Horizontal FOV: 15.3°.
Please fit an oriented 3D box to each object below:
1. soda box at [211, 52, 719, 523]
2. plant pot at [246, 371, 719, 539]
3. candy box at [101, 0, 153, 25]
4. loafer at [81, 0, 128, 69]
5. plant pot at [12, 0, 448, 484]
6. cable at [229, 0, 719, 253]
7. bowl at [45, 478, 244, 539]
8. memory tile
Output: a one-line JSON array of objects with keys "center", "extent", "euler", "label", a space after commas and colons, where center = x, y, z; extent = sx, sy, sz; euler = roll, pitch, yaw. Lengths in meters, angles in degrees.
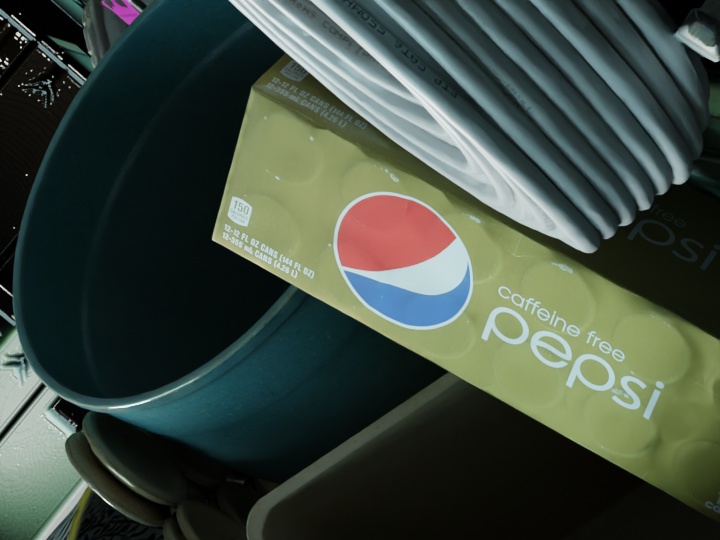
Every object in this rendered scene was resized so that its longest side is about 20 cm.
[{"center": [0.056, -0.003, 0.856], "extent": [0.199, 0.064, 0.068], "euler": [28, 131, 12], "label": "soda box"}, {"center": [0.105, 0.130, 0.963], "extent": [0.201, 0.199, 0.177], "euler": [56, 180, 18], "label": "plant pot"}, {"center": [-0.019, -0.079, 1.204], "extent": [0.200, 0.061, 0.136], "euler": [41, 178, -11], "label": "candy box"}, {"center": [-0.083, -0.080, 1.294], "extent": [0.070, 0.070, 0.201], "euler": [37, -155, -48], "label": "loafer"}, {"center": [0.000, 0.000, 1.048], "extent": [0.188, 0.201, 0.200], "euler": [33, -179, -37], "label": "plant pot"}, {"center": [0.011, -0.085, 0.749], "extent": [0.200, 0.069, 0.200], "euler": [39, 176, 14], "label": "cable"}, {"center": [-0.087, 0.181, 1.088], "extent": [0.201, 0.094, 0.202], "euler": [41, -145, -38], "label": "bowl"}, {"center": [-0.022, 0.121, 1.048], "extent": [0.200, 0.017, 0.153], "euler": [43, -168, 7], "label": "memory tile"}]
